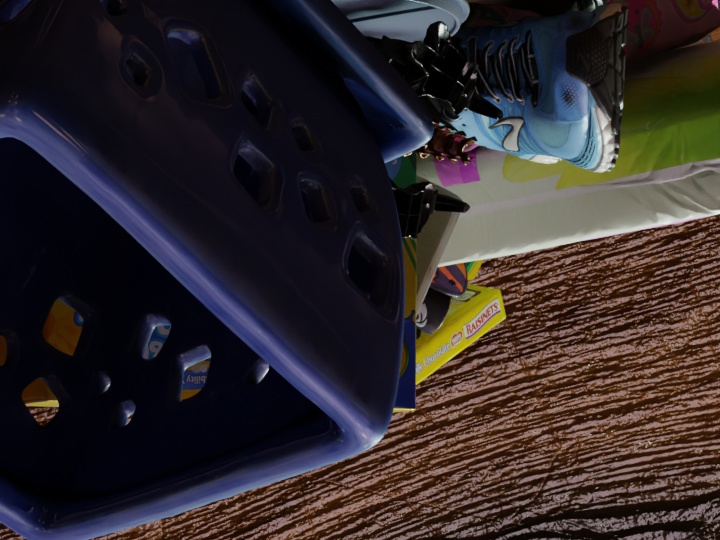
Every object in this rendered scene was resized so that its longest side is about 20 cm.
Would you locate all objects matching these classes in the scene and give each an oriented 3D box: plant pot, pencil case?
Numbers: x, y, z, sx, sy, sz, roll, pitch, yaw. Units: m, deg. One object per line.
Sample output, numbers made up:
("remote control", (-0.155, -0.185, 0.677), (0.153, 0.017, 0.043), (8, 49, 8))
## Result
("plant pot", (-0.098, -0.036, 0.903), (0.199, 0.200, 0.180), (-20, -141, 38))
("pencil case", (0.116, -0.140, 1.365), (0.199, 0.088, 0.087), (-25, -178, -28))

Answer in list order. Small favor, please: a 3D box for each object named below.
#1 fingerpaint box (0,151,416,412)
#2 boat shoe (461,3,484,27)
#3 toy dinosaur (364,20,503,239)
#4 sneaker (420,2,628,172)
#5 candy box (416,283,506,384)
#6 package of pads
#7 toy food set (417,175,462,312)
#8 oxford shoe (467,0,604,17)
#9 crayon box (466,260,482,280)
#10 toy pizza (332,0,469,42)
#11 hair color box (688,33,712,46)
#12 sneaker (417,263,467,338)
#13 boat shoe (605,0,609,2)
("fingerpaint box", (-0.072, -0.015, 1.175), (0.199, 0.168, 0.073), (4, 174, -29))
("boat shoe", (0.000, -0.125, 1.290), (0.072, 0.076, 0.200), (-18, 180, -40))
("toy dinosaur", (-0.013, -0.080, 1.110), (0.199, 0.103, 0.135), (-16, -152, -41))
("sneaker", (0.075, -0.087, 1.190), (0.089, 0.079, 0.200), (5, 175, -11))
("candy box", (-0.018, 0.028, 1.511), (0.199, 0.027, 0.102), (10, -146, 39))
("package of pads", (0.135, -0.070, 1.392), (0.199, 0.069, 0.155), (-10, -162, 21))
("toy food set", (-0.058, -0.004, 1.262), (0.199, 0.144, 0.060), (19, -171, -28))
("oxford shoe", (0.075, -0.160, 1.177), (0.084, 0.073, 0.200), (-9, 171, 12))
("crayon box", (-0.012, -0.056, 1.611), (0.199, 0.059, 0.173), (24, -176, 7))
("toy pizza", (-0.048, -0.125, 1.141), (0.199, 0.032, 0.200), (-4, 174, 0))
("hair color box", (0.123, -0.131, 1.536), (0.199, 0.101, 0.060), (-19, 159, 30))
("sneaker", (0.000, 0.000, 1.384), (0.078, 0.112, 0.200), (-42, -178, 41))
("boat shoe", (0.189, -0.188, 1.235), (0.199, 0.068, 0.073), (-19, 177, 31))
